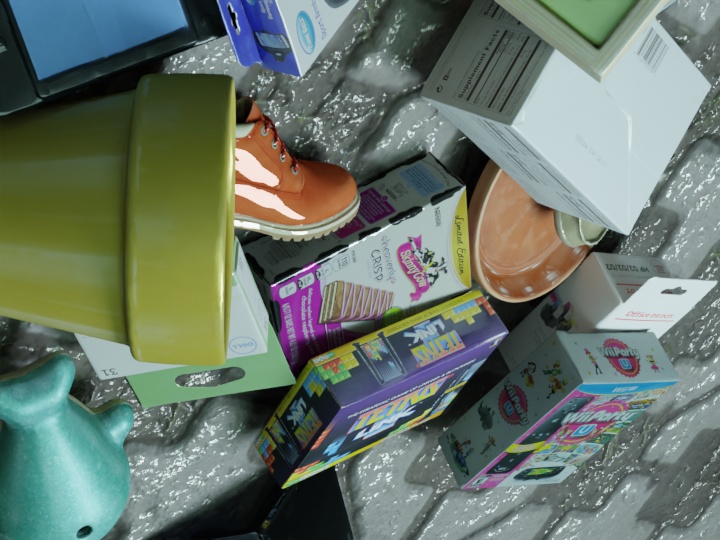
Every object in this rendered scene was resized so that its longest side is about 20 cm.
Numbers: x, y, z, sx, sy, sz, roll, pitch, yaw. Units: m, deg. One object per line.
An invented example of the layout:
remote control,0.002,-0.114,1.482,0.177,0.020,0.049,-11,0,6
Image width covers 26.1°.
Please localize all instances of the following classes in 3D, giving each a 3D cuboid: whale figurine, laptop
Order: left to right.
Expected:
whale figurine,-0.249,0.155,1.258,0.159,0.104,0.200,-23,143,-22
laptop,-0.114,0.278,1.561,0.200,0.116,0.188,-55,150,-33

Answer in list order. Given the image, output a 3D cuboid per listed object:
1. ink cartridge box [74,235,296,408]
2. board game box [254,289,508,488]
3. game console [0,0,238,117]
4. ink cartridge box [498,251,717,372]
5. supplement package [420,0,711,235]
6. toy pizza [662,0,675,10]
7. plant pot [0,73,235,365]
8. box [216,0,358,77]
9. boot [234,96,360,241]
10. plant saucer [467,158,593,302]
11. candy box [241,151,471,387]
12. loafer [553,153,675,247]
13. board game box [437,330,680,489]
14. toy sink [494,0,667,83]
ink cartridge box,-0.144,0.060,1.265,0.145,0.048,0.200,-9,137,8
board game box,0.019,0.109,1.428,0.200,0.057,0.165,-22,160,-33
game console,-0.169,-0.208,0.991,0.200,0.119,0.173,-24,103,-21
ink cartridge box,0.248,0.044,1.569,0.115,0.068,0.200,3,140,-42
supplement package,0.176,-0.152,1.305,0.200,0.111,0.156,36,82,-46
toy pizza,0.258,-0.297,1.348,0.200,0.032,0.201,-22,136,-23
plant pot,-0.182,-0.038,1.071,0.188,0.201,0.201,2,129,-4
box,-0.032,-0.231,1.090,0.200,0.041,0.119,-59,149,-29
boot,-0.074,-0.084,1.230,0.200,0.075,0.107,-1,120,-38
plant saucer,0.168,-0.067,1.455,0.200,0.032,0.201,-27,133,-33
candy box,0.000,0.000,1.370,0.200,0.061,0.137,-29,139,-18
loafer,0.246,-0.107,1.430,0.076,0.068,0.200,19,100,-51
board game box,0.196,0.140,1.552,0.147,0.064,0.200,2,142,-40
toy sink,0.139,-0.250,1.137,0.130,0.200,0.112,-51,176,9
